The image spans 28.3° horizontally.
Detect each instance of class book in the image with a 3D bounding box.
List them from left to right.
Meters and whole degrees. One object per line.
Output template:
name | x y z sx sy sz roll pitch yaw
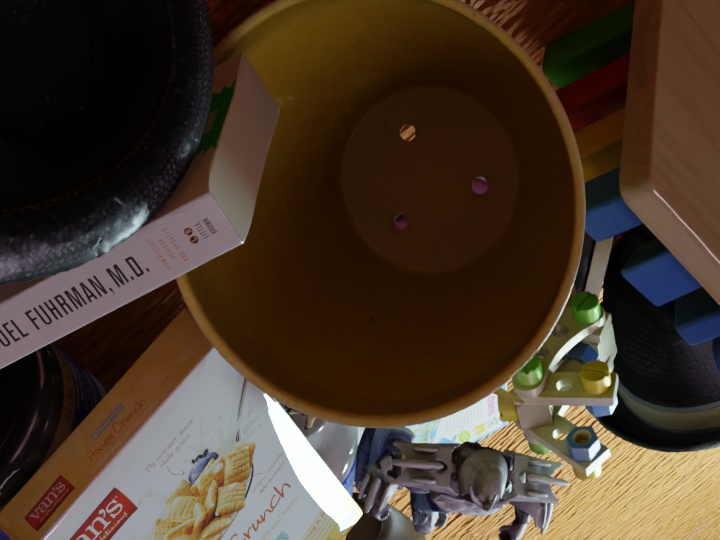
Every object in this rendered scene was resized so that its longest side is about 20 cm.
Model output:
book | -0.130 -0.007 0.605 0.198 0.134 0.048 -27 115 16

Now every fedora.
fedora | -0.157 -0.081 0.517 0.199 0.203 0.091 -10 179 -33
fedora | 0.226 0.027 0.999 0.199 0.201 0.092 -31 123 2

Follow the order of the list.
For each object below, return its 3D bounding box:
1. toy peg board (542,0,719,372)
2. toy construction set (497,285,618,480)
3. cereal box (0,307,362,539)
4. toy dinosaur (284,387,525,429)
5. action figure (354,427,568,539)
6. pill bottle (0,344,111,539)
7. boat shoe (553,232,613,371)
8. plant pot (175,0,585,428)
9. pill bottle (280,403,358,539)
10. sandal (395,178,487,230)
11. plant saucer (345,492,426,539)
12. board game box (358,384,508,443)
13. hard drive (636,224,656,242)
toy peg board | 0.176 -0.040 0.771 0.097 0.201 0.200 -24 127 37
toy construction set | 0.078 0.048 0.904 0.093 0.198 0.132 88 26 -49
cereal box | -0.088 0.132 0.771 0.144 0.039 0.201 -49 140 -14
toy dinosaur | 0.014 0.052 0.776 0.100 0.059 0.200 -5 174 -15
action figure | 0.056 0.140 0.928 0.129 0.070 0.200 20 170 -13
pill bottle | -0.163 0.119 0.801 0.111 0.112 0.200 -34 140 7
boat shoe | 0.129 0.014 1.009 0.067 0.073 0.201 11 154 3
plant pot | 0.019 -0.038 0.705 0.200 0.201 0.142 -39 177 17
pill bottle | -0.058 0.122 0.937 0.111 0.113 0.201 -21 150 -17
sandal | 0.003 0.007 0.833 0.201 0.083 0.050 -25 -177 -7
plant saucer | -0.049 0.215 1.063 0.198 0.200 0.032 -20 107 -17
board game box | 0.044 0.093 1.066 0.133 0.034 0.201 -26 151 -8
hard drive | 0.262 -0.037 0.907 0.139 0.200 0.038 -31 118 2
